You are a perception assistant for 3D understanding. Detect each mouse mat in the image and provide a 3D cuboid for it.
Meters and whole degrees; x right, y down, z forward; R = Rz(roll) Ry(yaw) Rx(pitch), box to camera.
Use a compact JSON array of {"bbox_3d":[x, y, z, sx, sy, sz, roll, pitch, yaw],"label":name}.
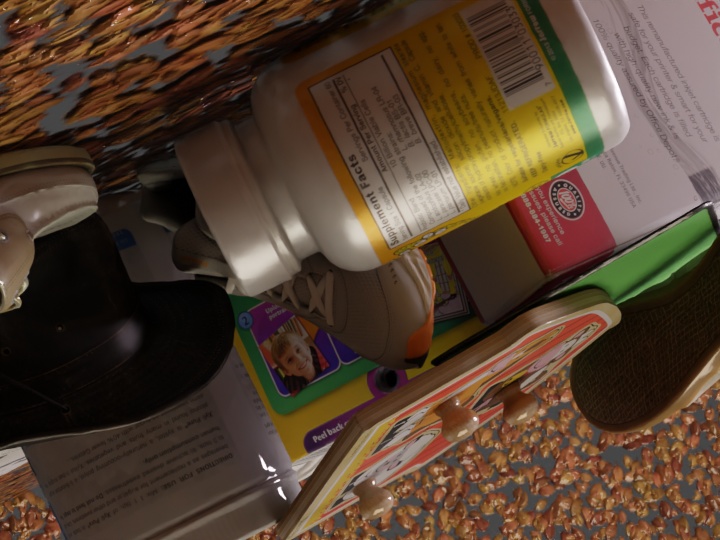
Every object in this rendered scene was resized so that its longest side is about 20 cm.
[{"bbox_3d":[0.120,0.016,1.223,0.161,0.008,0.200,-30,170,7],"label":"mouse mat"}]

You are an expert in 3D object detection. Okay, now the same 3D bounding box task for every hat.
[{"bbox_3d":[-0.165,0.015,1.118,0.200,0.081,0.201,-9,-157,4],"label":"hat"}]

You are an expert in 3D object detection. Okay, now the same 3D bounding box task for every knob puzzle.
[{"bbox_3d":[0.062,0.072,1.195,0.220,0.030,0.220,-33,167,-9],"label":"knob puzzle"}]

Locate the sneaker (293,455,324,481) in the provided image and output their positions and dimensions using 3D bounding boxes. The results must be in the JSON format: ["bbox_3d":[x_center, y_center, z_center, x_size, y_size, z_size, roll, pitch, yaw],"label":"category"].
[{"bbox_3d":[-0.035,0.053,1.481,0.100,0.075,0.200,27,104,-42],"label":"sneaker"}]

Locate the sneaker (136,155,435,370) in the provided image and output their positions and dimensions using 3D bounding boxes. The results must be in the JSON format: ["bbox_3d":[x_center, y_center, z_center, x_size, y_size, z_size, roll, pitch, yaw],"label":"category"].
[{"bbox_3d":[-0.044,-0.003,1.188,0.092,0.200,0.076,-13,125,-35],"label":"sneaker"}]

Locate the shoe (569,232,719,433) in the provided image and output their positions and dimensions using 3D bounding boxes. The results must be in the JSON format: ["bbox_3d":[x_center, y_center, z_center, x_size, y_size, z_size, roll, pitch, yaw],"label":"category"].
[{"bbox_3d":[0.184,0.030,1.247,0.053,0.070,0.200,-11,158,-36],"label":"shoe"}]

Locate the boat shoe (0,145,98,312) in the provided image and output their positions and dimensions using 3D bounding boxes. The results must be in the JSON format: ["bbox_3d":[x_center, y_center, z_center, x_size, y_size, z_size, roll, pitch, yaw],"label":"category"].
[{"bbox_3d":[-0.182,-0.003,1.009,0.075,0.068,0.200,-31,175,39],"label":"boat shoe"}]

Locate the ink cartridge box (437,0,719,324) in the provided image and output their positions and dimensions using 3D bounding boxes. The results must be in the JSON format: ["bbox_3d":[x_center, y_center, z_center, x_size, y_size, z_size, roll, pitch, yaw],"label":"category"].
[{"bbox_3d":[0.127,-0.078,1.259,0.200,0.145,0.083,-23,169,-30],"label":"ink cartridge box"}]

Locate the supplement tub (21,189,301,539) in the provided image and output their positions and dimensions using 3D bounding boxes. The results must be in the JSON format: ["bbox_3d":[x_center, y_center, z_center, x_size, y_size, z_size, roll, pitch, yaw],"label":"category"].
[{"bbox_3d":[-0.128,0.069,1.274,0.132,0.200,0.132,-26,175,-2],"label":"supplement tub"}]

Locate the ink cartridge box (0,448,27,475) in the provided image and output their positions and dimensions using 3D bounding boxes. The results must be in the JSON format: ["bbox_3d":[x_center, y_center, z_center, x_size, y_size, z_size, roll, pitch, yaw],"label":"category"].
[{"bbox_3d":[-0.244,0.088,1.557,0.200,0.083,0.145,-30,174,37],"label":"ink cartridge box"}]

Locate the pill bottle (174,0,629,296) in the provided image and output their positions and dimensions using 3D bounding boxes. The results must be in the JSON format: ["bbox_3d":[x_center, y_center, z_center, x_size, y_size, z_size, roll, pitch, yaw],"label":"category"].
[{"bbox_3d":[0.017,-0.068,1.110,0.200,0.113,0.113,-27,175,1],"label":"pill bottle"}]

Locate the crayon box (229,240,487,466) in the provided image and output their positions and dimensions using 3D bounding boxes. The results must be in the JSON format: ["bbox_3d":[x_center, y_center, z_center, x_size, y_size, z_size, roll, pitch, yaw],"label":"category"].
[{"bbox_3d":[0.000,0.000,1.370,0.200,0.173,0.058,-28,171,25],"label":"crayon box"}]
